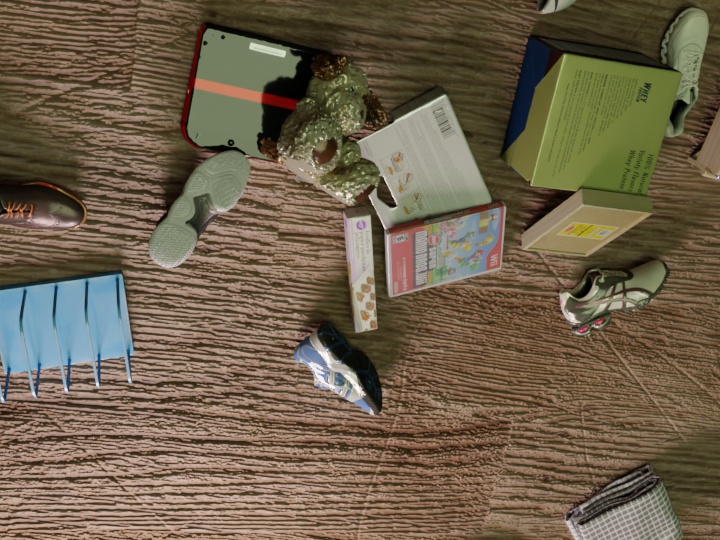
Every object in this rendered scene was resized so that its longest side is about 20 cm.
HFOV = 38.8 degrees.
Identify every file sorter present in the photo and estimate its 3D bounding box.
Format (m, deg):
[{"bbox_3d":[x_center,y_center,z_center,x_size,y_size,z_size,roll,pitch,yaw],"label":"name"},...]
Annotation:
[{"bbox_3d":[-0.441,0.101,1.509,0.196,0.123,0.141,-8,116,-11],"label":"file sorter"}]

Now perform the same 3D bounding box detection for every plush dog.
[{"bbox_3d":[-0.045,-0.214,1.452,0.174,0.159,0.200,-61,149,-6],"label":"plush dog"}]

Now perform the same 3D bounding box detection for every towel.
[{"bbox_3d":[0.510,0.492,1.965,0.198,0.086,0.167,-29,117,0],"label":"towel"}]

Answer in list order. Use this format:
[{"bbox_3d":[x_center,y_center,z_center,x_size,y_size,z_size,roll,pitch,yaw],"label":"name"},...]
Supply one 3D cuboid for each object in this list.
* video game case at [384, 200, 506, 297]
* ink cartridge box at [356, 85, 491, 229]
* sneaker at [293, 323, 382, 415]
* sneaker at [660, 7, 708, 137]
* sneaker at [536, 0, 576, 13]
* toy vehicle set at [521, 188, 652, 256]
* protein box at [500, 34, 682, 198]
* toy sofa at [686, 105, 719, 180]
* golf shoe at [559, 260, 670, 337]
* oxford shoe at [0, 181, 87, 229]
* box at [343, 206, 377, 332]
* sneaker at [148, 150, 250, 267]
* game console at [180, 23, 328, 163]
[{"bbox_3d":[0.135,-0.033,1.633,0.196,0.018,0.145,-14,137,-9],"label":"video game case"},{"bbox_3d":[0.090,-0.155,1.578,0.171,0.044,0.202,-25,119,5],"label":"ink cartridge box"},{"bbox_3d":[-0.032,0.169,1.689,0.076,0.076,0.201,-26,121,24],"label":"sneaker"},{"bbox_3d":[0.505,-0.305,1.598,0.074,0.081,0.204,7,111,-16],"label":"sneaker"},{"bbox_3d":[0.259,-0.461,1.462,0.087,0.074,0.202,-27,118,-3],"label":"sneaker"},{"bbox_3d":[0.354,-0.073,1.617,0.122,0.200,0.027,6,70,-18],"label":"toy vehicle set"},{"bbox_3d":[0.346,-0.234,1.556,0.196,0.135,0.202,5,113,-16],"label":"protein box"},{"bbox_3d":[0.618,-0.241,1.647,0.081,0.098,0.203,11,110,-19],"label":"toy sofa"},{"bbox_3d":[0.433,0.030,1.738,0.198,0.077,0.089,-31,111,0],"label":"golf shoe"},{"bbox_3d":[-0.485,-0.087,1.437,0.196,0.073,0.072,9,111,-19],"label":"oxford shoe"},{"bbox_3d":[0.000,0.000,1.626,0.038,0.042,0.204,-9,117,-11],"label":"box"},{"bbox_3d":[-0.241,-0.090,1.492,0.075,0.114,0.201,40,77,-12],"label":"sneaker"},{"bbox_3d":[-0.152,-0.249,1.480,0.196,0.031,0.180,9,107,-19],"label":"game console"}]
